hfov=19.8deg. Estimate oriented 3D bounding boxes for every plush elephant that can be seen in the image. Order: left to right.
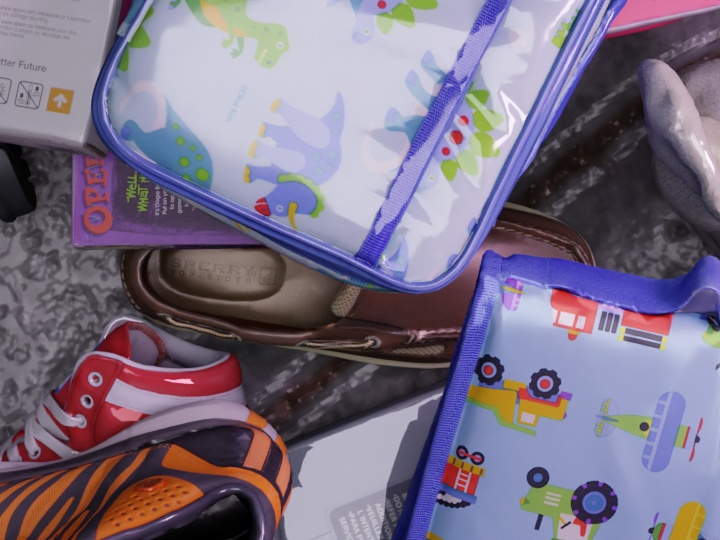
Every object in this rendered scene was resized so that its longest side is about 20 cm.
[{"bbox_3d":[0.187,-0.053,0.816,0.155,0.165,0.200,33,84,7],"label":"plush elephant"}]

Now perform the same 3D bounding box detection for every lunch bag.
[{"bbox_3d":[0.008,-0.099,0.758,0.161,0.082,0.200,29,89,-1],"label":"lunch bag"},{"bbox_3d":[0.098,0.081,0.778,0.150,0.094,0.200,15,124,-1],"label":"lunch bag"}]

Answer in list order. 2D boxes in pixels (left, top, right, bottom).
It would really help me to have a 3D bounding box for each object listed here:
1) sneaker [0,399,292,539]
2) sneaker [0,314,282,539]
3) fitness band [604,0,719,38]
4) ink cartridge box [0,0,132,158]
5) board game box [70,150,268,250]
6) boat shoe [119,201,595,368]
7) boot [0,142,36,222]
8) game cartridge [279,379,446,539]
[{"bbox_3d":[-0.121,0.115,0.768,0.200,0.112,0.078,-28,104,7],"label":"sneaker"},{"bbox_3d":[-0.137,0.079,0.853,0.200,0.071,0.113,-7,103,3],"label":"sneaker"},{"bbox_3d":[0.085,-0.166,0.846,0.200,0.037,0.144,-10,90,-2],"label":"fitness band"},{"bbox_3d":[-0.128,-0.148,0.802,0.095,0.037,0.200,10,86,11],"label":"ink cartridge box"},{"bbox_3d":[-0.055,-0.108,0.821,0.120,0.032,0.200,1,87,7],"label":"board game box"},{"bbox_3d":[0.000,0.006,0.861,0.202,0.075,0.075,-2,92,0],"label":"boat shoe"},{"bbox_3d":[-0.248,-0.074,0.857,0.168,0.076,0.200,-30,86,-2],"label":"boot"},{"bbox_3d":[0.048,0.149,0.886,0.133,0.042,0.200,-21,91,-4],"label":"game cartridge"}]
